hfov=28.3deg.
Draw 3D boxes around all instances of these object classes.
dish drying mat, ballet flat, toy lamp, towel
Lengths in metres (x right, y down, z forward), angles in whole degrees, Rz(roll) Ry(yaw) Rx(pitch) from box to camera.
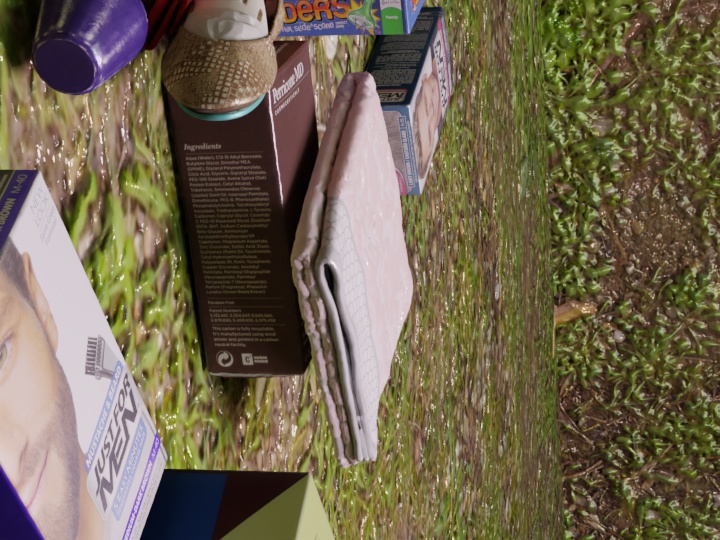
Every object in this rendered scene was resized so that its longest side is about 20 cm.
[{"bbox_3d":[-0.088,-0.214,0.880,0.077,0.018,0.201,-53,-167,40],"label":"dish drying mat"},{"bbox_3d":[-0.080,-0.149,0.849,0.200,0.070,0.066,-95,-170,-65],"label":"ballet flat"},{"bbox_3d":[-0.122,-0.162,0.749,0.201,0.057,0.059,-73,158,-47],"label":"toy lamp"},{"bbox_3d":[0.000,0.000,0.977,0.192,0.032,0.201,-77,162,-46],"label":"towel"}]

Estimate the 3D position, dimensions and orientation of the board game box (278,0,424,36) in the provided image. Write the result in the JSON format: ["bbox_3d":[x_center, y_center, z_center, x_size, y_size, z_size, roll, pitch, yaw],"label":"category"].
[{"bbox_3d":[-0.013,-0.222,1.025,0.201,0.134,0.035,-69,156,-56],"label":"board game box"}]

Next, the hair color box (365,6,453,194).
[{"bbox_3d":[0.045,-0.170,1.405,0.201,0.060,0.101,-71,156,-50],"label":"hair color box"}]

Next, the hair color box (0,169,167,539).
[{"bbox_3d":[-0.151,0.065,0.628,0.201,0.064,0.110,74,22,-45],"label":"hair color box"}]

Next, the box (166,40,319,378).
[{"bbox_3d":[-0.067,-0.042,0.940,0.100,0.074,0.202,-61,146,-63],"label":"box"}]

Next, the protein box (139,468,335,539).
[{"bbox_3d":[-0.085,0.243,0.748,0.201,0.133,0.200,74,21,-46],"label":"protein box"}]
